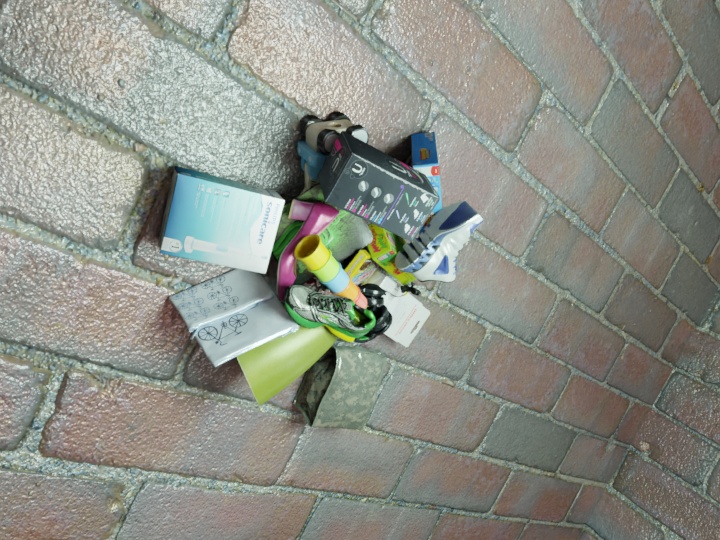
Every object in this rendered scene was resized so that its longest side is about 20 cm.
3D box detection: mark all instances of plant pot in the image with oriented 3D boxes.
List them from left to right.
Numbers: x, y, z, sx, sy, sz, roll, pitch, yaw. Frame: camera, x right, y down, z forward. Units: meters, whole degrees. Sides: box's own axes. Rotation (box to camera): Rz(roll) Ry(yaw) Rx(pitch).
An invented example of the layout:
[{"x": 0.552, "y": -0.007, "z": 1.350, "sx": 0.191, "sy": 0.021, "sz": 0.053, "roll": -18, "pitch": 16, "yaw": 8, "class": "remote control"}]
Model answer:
[{"x": -0.155, "y": 0.143, "z": 1.228, "sx": 0.198, "sy": 0.187, "sz": 0.189, "roll": -25, "pitch": 124, "yaw": -13, "class": "plant pot"}]

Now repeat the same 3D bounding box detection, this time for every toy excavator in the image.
[{"x": -0.086, "y": -0.200, "z": 1.215, "sx": 0.192, "sy": 0.100, "sz": 0.203, "roll": -15, "pitch": 127, "yaw": -29, "class": "toy excavator"}]

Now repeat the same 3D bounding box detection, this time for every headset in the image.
[{"x": 0.040, "y": 0.084, "z": 1.345, "sx": 0.199, "sy": 0.093, "sz": 0.125, "roll": -31, "pitch": 118, "yaw": -32, "class": "headset"}]

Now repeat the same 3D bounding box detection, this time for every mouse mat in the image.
[{"x": -0.090, "y": -0.078, "z": 1.206, "sx": 0.198, "sy": 0.008, "sz": 0.162, "roll": -31, "pitch": 108, "yaw": -1, "class": "mouse mat"}]

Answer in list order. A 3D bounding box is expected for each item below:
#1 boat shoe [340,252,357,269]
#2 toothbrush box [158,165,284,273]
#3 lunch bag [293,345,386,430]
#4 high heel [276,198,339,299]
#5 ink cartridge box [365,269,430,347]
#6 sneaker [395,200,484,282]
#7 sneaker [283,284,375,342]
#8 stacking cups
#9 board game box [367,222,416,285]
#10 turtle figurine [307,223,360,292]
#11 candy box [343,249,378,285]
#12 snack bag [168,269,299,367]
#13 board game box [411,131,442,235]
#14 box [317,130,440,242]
[{"x": -0.023, "y": -0.093, "z": 1.320, "sx": 0.073, "sy": 0.065, "sz": 0.203, "roll": -12, "pitch": 117, "yaw": -31, "class": "boat shoe"}, {"x": -0.255, "y": -0.091, "z": 1.106, "sx": 0.197, "sy": 0.085, "sz": 0.149, "roll": 11, "pitch": 104, "yaw": -23, "class": "toothbrush box"}, {"x": -0.042, "y": 0.266, "z": 1.437, "sx": 0.162, "sy": 0.117, "sz": 0.202, "roll": 15, "pitch": 106, "yaw": -39, "class": "lunch bag"}, {"x": -0.105, "y": -0.035, "z": 1.177, "sx": 0.094, "sy": 0.067, "sz": 0.203, "roll": 12, "pitch": 90, "yaw": -3, "class": "high heel"}, {"x": 0.072, "y": 0.093, "z": 1.475, "sx": 0.199, "sy": 0.067, "sz": 0.118, "roll": 38, "pitch": 86, "yaw": -40, "class": "ink cartridge box"}, {"x": 0.176, "y": -0.045, "z": 1.253, "sx": 0.199, "sy": 0.081, "sz": 0.115, "roll": -39, "pitch": 128, "yaw": 11, "class": "sneaker"}, {"x": -0.058, "y": 0.070, "z": 1.159, "sx": 0.198, "sy": 0.085, "sz": 0.079, "roll": 22, "pitch": 53, "yaw": -28, "class": "sneaker"}, {"x": -0.054, "y": 0.016, "z": 1.178, "sx": 0.061, "sy": 0.060, "sz": 0.201, "roll": -46, "pitch": 132, "yaw": -10, "class": "stacking cups"}, {"x": 0.066, "y": -0.047, "z": 1.340, "sx": 0.047, "sy": 0.103, "sz": 0.200, "roll": -27, "pitch": 154, "yaw": 14, "class": "board game box"}, {"x": -0.097, "y": -0.042, "z": 1.269, "sx": 0.150, "sy": 0.101, "sz": 0.200, "roll": 43, "pitch": 97, "yaw": -10, "class": "turtle figurine"}, {"x": 0.000, "y": 0.000, "z": 1.321, "sx": 0.102, "sy": 0.026, "sz": 0.200, "roll": -49, "pitch": 170, "yaw": 11, "class": "candy box"}, {"x": -0.243, "y": 0.081, "z": 1.154, "sx": 0.187, "sy": 0.200, "sz": 0.022, "roll": -23, "pitch": 142, "yaw": -26, "class": "snack bag"}, {"x": 0.149, "y": -0.177, "z": 1.330, "sx": 0.055, "sy": 0.201, "sz": 0.198, "roll": -5, "pitch": 120, "yaw": 7, "class": "board game box"}, {"x": 0.033, "y": -0.158, "z": 1.138, "sx": 0.198, "sy": 0.123, "sz": 0.107, "roll": 22, "pitch": 114, "yaw": -24, "class": "box"}]
